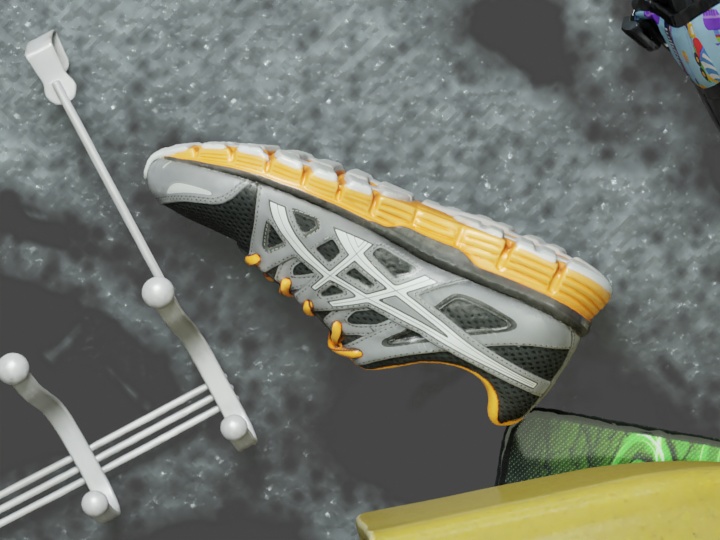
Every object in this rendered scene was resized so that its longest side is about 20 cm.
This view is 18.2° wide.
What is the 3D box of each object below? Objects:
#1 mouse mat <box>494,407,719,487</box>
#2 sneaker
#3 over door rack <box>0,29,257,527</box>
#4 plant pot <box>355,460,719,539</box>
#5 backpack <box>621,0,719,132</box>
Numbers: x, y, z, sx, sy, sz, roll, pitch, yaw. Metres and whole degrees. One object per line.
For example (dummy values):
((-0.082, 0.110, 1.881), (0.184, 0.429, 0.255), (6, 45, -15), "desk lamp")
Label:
((0.125, 0.168, 0.949), (0.161, 0.008, 0.200), (10, 87, 4), "mouse mat")
((0.000, 0.000, 0.930), (0.200, 0.078, 0.077), (22, 98, 5), "sneaker")
((-0.153, 0.017, 0.941), (0.148, 0.067, 0.200), (-28, 87, 1), "over door rack")
((0.121, 0.162, 0.858), (0.200, 0.196, 0.194), (-16, 86, -4), "plant pot")
((0.198, -0.084, 0.858), (0.134, 0.200, 0.183), (-33, 86, 2), "backpack")
